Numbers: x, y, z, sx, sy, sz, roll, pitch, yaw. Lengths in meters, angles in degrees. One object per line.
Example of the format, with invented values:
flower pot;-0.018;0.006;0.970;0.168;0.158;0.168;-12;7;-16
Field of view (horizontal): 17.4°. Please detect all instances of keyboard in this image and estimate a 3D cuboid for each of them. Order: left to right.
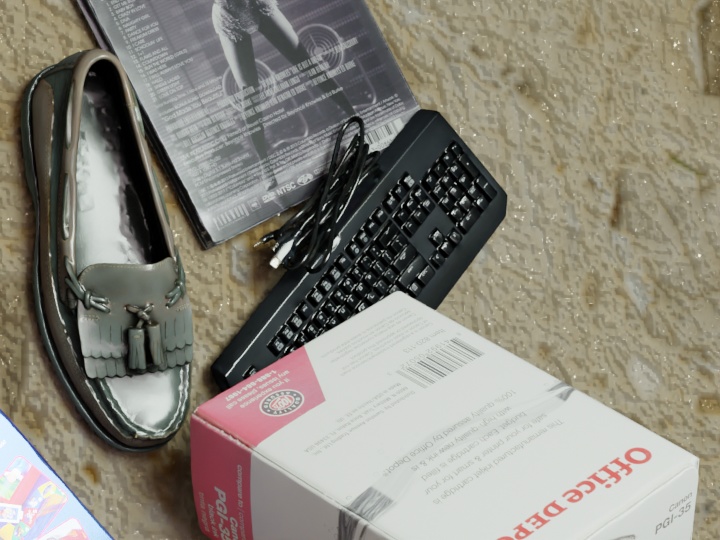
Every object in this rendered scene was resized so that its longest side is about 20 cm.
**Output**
keyboard;0.000;0.000;1.217;0.104;0.040;0.200;46;65;-18

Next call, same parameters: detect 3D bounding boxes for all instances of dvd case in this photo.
dvd case;-0.066;-0.130;1.238;0.149;0.016;0.200;-28;92;-28

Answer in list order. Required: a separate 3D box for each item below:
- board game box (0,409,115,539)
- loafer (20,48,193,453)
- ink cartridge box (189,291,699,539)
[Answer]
board game box;-0.205;0.172;1.083;0.200;0.045;0.134;-44;98;-27
loafer;-0.123;-0.011;1.156;0.072;0.063;0.200;-11;83;-27
ink cartridge box;0.039;0.108;1.120;0.146;0.200;0.083;-29;133;-35
